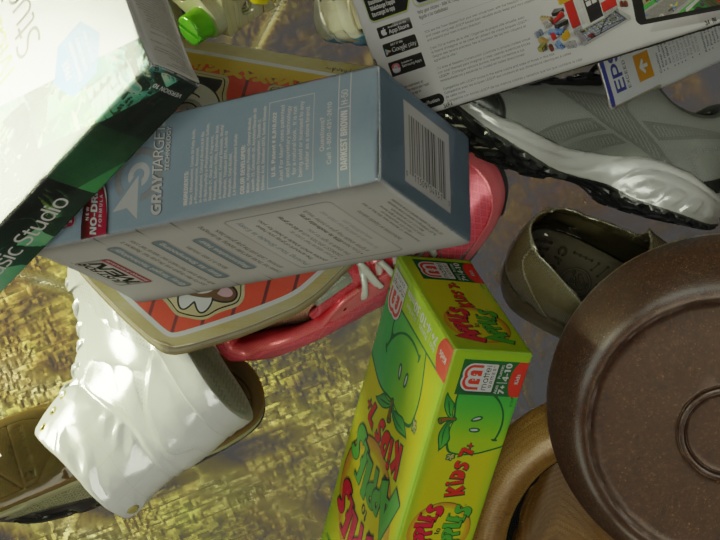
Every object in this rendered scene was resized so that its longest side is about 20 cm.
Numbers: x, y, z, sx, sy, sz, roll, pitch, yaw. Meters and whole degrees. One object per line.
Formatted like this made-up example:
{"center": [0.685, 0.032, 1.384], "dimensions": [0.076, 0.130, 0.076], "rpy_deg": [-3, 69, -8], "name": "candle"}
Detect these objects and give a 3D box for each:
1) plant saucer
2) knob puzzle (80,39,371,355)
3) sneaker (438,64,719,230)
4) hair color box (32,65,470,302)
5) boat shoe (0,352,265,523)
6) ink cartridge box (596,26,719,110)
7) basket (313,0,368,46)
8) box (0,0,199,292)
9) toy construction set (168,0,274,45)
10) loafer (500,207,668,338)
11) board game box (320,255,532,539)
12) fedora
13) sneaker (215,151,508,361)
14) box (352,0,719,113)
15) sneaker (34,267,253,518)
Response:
{"center": [0.195, 0.081, 0.946], "dimensions": [0.199, 0.034, 0.202], "rpy_deg": [4, 107, 12], "name": "plant saucer"}
{"center": [-0.082, -0.047, 0.999], "dimensions": [0.218, 0.031, 0.221], "rpy_deg": [0, 61, 0], "name": "knob puzzle"}
{"center": [0.119, -0.085, 0.993], "dimensions": [0.199, 0.074, 0.080], "rpy_deg": [17, 90, -20], "name": "sneaker"}
{"center": [-0.055, -0.038, 0.885], "dimensions": [0.199, 0.099, 0.061], "rpy_deg": [-10, 69, 27], "name": "hair color box"}
{"center": [-0.150, 0.103, 1.084], "dimensions": [0.199, 0.065, 0.074], "rpy_deg": [-16, 70, 4], "name": "boat shoe"}
{"center": [0.146, -0.199, 0.927], "dimensions": [0.043, 0.199, 0.198], "rpy_deg": [-9, 102, 49], "name": "ink cartridge box"}
{"center": [0.068, -0.199, 0.966], "dimensions": [0.199, 0.139, 0.178], "rpy_deg": [-18, 100, -23], "name": "basket"}
{"center": [-0.170, -0.082, 0.885], "dimensions": [0.200, 0.036, 0.145], "rpy_deg": [-44, 50, 27], "name": "box"}
{"center": [-0.098, -0.203, 0.947], "dimensions": [0.131, 0.200, 0.092], "rpy_deg": [29, 69, 37], "name": "toy construction set"}
{"center": [0.165, 0.024, 0.990], "dimensions": [0.199, 0.068, 0.076], "rpy_deg": [20, 66, 20], "name": "loafer"}
{"center": [0.033, 0.105, 1.012], "dimensions": [0.047, 0.102, 0.201], "rpy_deg": [4, 118, -21], "name": "board game box"}
{"center": [0.145, 0.161, 1.044], "dimensions": [0.199, 0.082, 0.202], "rpy_deg": [2, 104, 7], "name": "fedora"}
{"center": [0.000, 0.000, 1.031], "dimensions": [0.199, 0.087, 0.074], "rpy_deg": [-32, 96, 12], "name": "sneaker"}
{"center": [0.087, -0.147, 0.835], "dimensions": [0.199, 0.035, 0.111], "rpy_deg": [-14, 99, 32], "name": "box"}
{"center": [-0.154, 0.046, 1.028], "dimensions": [0.115, 0.074, 0.200], "rpy_deg": [-42, 55, 12], "name": "sneaker"}
